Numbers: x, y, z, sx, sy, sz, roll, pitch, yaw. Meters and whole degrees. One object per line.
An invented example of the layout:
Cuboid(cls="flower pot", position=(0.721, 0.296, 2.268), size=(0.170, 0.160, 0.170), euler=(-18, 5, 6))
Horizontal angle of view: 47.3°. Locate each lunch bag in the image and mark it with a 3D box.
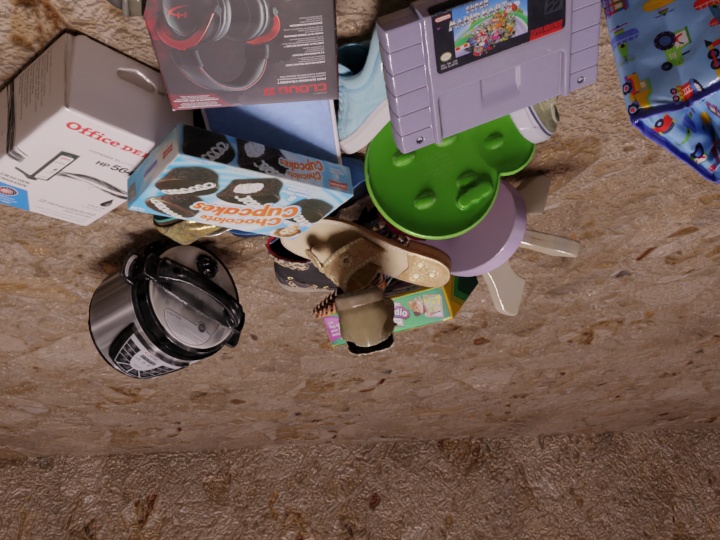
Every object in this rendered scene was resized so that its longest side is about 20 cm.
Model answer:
Cuboid(cls="lunch bag", position=(0.303, -0.174, 0.750), size=(0.093, 0.152, 0.199), euler=(-18, 155, 30))

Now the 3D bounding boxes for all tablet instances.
Cuboid(cls="tablet", position=(-0.090, -0.162, 0.800), size=(0.129, 0.014, 0.201), euler=(-8, 139, 0))

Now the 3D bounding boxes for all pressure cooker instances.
Cuboid(cls="pressure cooker", position=(-0.273, 0.052, 1.176), size=(0.199, 0.180, 0.175), euler=(-23, 176, 38))

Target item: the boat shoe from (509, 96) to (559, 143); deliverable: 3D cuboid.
Cuboid(cls="boat shoe", position=(0.166, -0.188, 0.800), size=(0.061, 0.073, 0.200), euler=(-20, 154, 21))

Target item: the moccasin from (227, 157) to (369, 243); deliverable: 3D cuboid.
Cuboid(cls="moccasin", position=(-0.074, -0.076, 1.019), size=(0.198, 0.081, 0.068), euler=(-12, 162, 20))

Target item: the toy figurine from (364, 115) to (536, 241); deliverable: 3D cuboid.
Cuboid(cls="toy figurine", position=(0.089, -0.106, 0.965), size=(0.199, 0.151, 0.184), euler=(-27, 175, -10))

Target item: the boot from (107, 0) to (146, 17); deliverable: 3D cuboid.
Cuboid(cls="boot", position=(-0.233, -0.240, 0.490), size=(0.198, 0.184, 0.073), euler=(-8, -164, -10))

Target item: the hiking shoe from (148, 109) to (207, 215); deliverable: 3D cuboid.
Cuboid(cls="hiking shoe", position=(-0.171, -0.108, 0.921), size=(0.100, 0.077, 0.199), euler=(16, 150, -35))

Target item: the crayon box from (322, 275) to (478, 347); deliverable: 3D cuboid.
Cuboid(cls="crayon box", position=(0.065, 0.045, 1.264), size=(0.198, 0.059, 0.172), euler=(-16, -169, 25))

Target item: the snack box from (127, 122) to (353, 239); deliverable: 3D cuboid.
Cuboid(cls="snack box", position=(-0.119, -0.083, 0.830), size=(0.198, 0.037, 0.116), euler=(9, 153, -37))

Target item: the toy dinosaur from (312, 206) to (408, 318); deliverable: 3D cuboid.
Cuboid(cls="toy dinosaur", position=(0.003, -0.013, 1.082), size=(0.101, 0.201, 0.137), euler=(-10, 124, 20))

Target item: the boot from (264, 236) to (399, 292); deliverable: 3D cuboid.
Cuboid(cls="boot", position=(-0.037, -0.018, 1.181), size=(0.197, 0.074, 0.151), euler=(0, 162, 6))

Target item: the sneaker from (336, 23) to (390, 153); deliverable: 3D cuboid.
Cuboid(cls="sneaker", position=(0.004, -0.185, 0.801), size=(0.082, 0.074, 0.200), euler=(34, 151, -13))

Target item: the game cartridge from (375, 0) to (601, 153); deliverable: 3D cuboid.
Cuboid(cls="game cartridge", position=(0.115, -0.188, 0.706), size=(0.198, 0.039, 0.130), euler=(-21, 140, -8))

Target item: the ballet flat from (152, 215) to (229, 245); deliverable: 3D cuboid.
Cuboid(cls="ballet flat", position=(-0.154, -0.077, 0.982), size=(0.198, 0.071, 0.071), euler=(-16, 156, 20))

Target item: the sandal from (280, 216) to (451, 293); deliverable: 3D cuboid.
Cuboid(cls="sandal", position=(0.000, -0.004, 0.961), size=(0.209, 0.070, 0.078), euler=(12, 139, 3))

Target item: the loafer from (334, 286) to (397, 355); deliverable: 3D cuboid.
Cuboid(cls="loafer", position=(0.006, 0.067, 0.982), size=(0.075, 0.068, 0.200), euler=(-10, 169, 7))

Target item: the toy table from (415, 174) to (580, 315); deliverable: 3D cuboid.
Cuboid(cls="toy table", position=(0.171, -0.046, 1.038), size=(0.116, 0.186, 0.200), euler=(17, -172, -29))

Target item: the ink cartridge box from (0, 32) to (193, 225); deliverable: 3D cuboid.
Cuboid(cls="ink cartridge box", position=(-0.283, -0.131, 0.825), size=(0.199, 0.085, 0.145), euler=(-22, 153, 37))

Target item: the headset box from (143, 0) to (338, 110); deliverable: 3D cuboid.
Cuboid(cls="headset box", position=(-0.093, -0.210, 0.653), size=(0.147, 0.076, 0.201), euler=(-4, 151, -2))
